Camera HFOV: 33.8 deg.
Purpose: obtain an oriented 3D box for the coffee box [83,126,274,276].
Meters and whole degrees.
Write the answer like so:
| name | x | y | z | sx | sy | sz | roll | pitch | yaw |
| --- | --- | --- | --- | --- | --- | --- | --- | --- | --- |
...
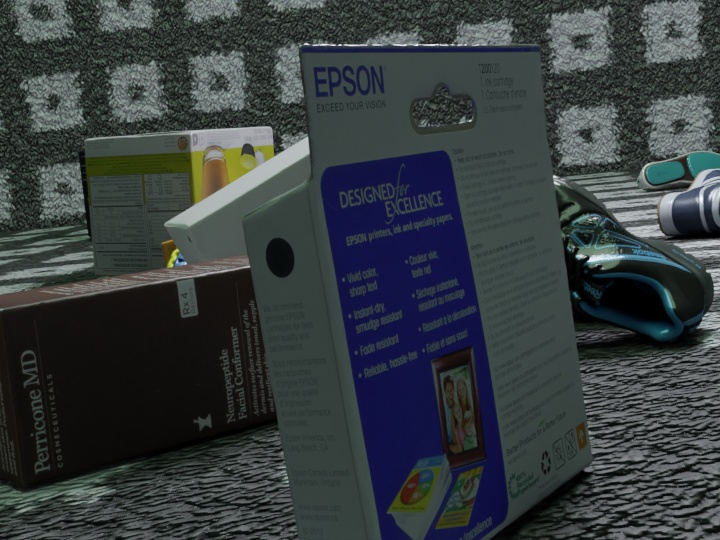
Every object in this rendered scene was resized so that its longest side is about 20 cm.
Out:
| name | x | y | z | sx | sy | sz | roll | pitch | yaw |
| --- | --- | --- | --- | --- | --- | --- | --- | --- | --- |
| coffee box | -0.251 | -0.098 | 1.700 | 0.198 | 0.200 | 0.199 | 0 | 8 | 31 |

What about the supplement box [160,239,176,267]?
| name | x | y | z | sx | sy | sz | roll | pitch | yaw |
| --- | --- | --- | --- | --- | --- | --- | --- | --- | --- |
| supplement box | -0.153 | -0.029 | 1.471 | 0.199 | 0.070 | 0.066 | -16 | 0 | 33 |

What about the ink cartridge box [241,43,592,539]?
| name | x | y | z | sx | sy | sz | roll | pitch | yaw |
| --- | --- | --- | --- | --- | --- | --- | --- | --- | --- |
| ink cartridge box | 0.032 | 0.010 | 0.489 | 0.043 | 0.202 | 0.197 | -4 | 6 | 34 |

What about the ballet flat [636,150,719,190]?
| name | x | y | z | sx | sy | sz | roll | pitch | yaw |
| --- | --- | --- | --- | --- | --- | --- | --- | --- | --- |
| ballet flat | 0.629 | -0.191 | 2.318 | 0.198 | 0.070 | 0.069 | -9 | 7 | -14 |

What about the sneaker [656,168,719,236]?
| name | x | y | z | sx | sy | sz | roll | pitch | yaw |
| --- | --- | --- | --- | --- | --- | --- | --- | --- | --- |
| sneaker | 0.469 | -0.090 | 1.508 | 0.108 | 0.071 | 0.199 | -7 | 11 | 42 |

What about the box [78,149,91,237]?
| name | x | y | z | sx | sy | sz | roll | pitch | yaw |
| --- | --- | --- | --- | --- | --- | --- | --- | --- | --- |
| box | -0.547 | -0.175 | 2.633 | 0.103 | 0.202 | 0.148 | -9 | 8 | -30 |

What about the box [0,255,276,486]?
| name | x | y | z | sx | sy | sz | roll | pitch | yaw |
| --- | --- | --- | --- | --- | --- | --- | --- | --- | --- |
| box | -0.129 | 0.052 | 0.714 | 0.199 | 0.101 | 0.075 | -11 | 8 | -35 |

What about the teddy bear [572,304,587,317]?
| name | x | y | z | sx | sy | sz | roll | pitch | yaw |
| --- | --- | --- | --- | --- | --- | --- | --- | --- | --- |
| teddy bear | 0.158 | -0.025 | 1.006 | 0.067 | 0.200 | 0.145 | -39 | -14 | -21 |

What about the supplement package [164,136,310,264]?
| name | x | y | z | sx | sy | sz | roll | pitch | yaw |
| --- | --- | --- | --- | --- | --- | --- | --- | --- | --- |
| supplement package | -0.057 | -0.041 | 1.076 | 0.199 | 0.122 | 0.120 | -32 | 14 | -15 |

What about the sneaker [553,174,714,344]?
| name | x | y | z | sx | sy | sz | roll | pitch | yaw |
| --- | --- | --- | --- | --- | --- | --- | --- | --- | --- |
| sneaker | 0.164 | -0.012 | 0.877 | 0.199 | 0.074 | 0.082 | 25 | 28 | 16 |

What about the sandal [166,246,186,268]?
| name | x | y | z | sx | sy | sz | roll | pitch | yaw |
| --- | --- | --- | --- | --- | --- | --- | --- | --- | --- |
| sandal | -0.128 | -0.015 | 1.266 | 0.086 | 0.080 | 0.200 | -11 | 18 | 37 |
